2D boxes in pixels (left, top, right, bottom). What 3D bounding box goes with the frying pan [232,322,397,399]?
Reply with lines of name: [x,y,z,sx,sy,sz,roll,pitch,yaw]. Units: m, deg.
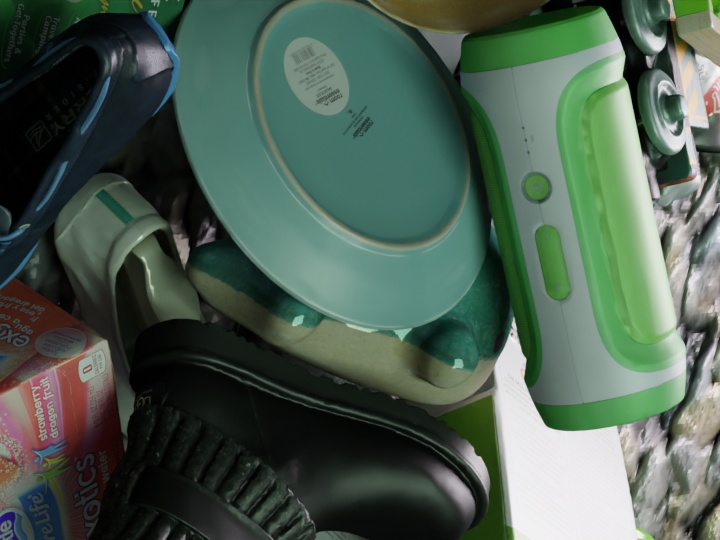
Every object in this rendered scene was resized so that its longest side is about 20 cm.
frying pan: [0.007,0.053,1.503,0.190,0.031,0.115,-9,82,-40]

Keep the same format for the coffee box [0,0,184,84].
coffee box: [-0.160,-0.146,1.244,0.200,0.044,0.123,-4,116,-44]

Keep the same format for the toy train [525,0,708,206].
toy train: [0.136,-0.128,1.455,0.114,0.085,0.201,-2,79,-61]

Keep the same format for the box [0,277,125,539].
box: [-0.178,0.116,1.341,0.102,0.095,0.201,-29,131,-31]

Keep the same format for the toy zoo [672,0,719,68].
toy zoo: [0.175,-0.213,1.477,0.131,0.020,0.201,17,62,-70]

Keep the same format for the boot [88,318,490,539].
boot: [-0.036,0.132,1.309,0.211,0.079,0.158,24,52,-23]

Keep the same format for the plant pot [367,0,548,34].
plant pot: [0.050,-0.215,1.323,0.200,0.027,0.201,-12,112,-32]

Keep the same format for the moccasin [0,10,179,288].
moccasin: [-0.169,-0.048,1.234,0.200,0.080,0.068,-48,167,21]

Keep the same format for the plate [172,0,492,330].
plate: [-0.005,-0.068,1.331,0.200,0.026,0.201,21,56,-34]

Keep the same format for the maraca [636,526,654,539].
maraca: [0.119,0.234,1.708,0.200,0.107,0.138,-28,123,-32]

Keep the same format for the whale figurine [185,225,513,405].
whale figurine: [0.000,0.000,1.382,0.200,0.159,0.104,10,107,-57]

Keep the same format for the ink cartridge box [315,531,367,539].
ink cartridge box: [-0.023,0.200,1.436,0.084,0.146,0.200,-44,-173,23]

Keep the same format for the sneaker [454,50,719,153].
sneaker: [0.134,-0.130,1.549,0.201,0.067,0.108,6,90,-35]

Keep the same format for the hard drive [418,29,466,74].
hard drive: [0.006,-0.127,1.441,0.132,0.027,0.201,15,101,-49]

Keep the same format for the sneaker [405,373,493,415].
sneaker: [0.061,0.053,1.574,0.200,0.075,0.089,-30,131,-45]

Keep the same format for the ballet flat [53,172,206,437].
ballet flat: [-0.101,0.037,1.397,0.069,0.069,0.200,-40,136,-22]

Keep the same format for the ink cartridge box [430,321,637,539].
ink cartridge box: [0.083,0.108,1.513,0.076,0.201,0.148,-26,138,25]

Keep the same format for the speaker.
speaker: [0.106,-0.026,1.369,0.088,0.088,0.201,-20,101,-38]
